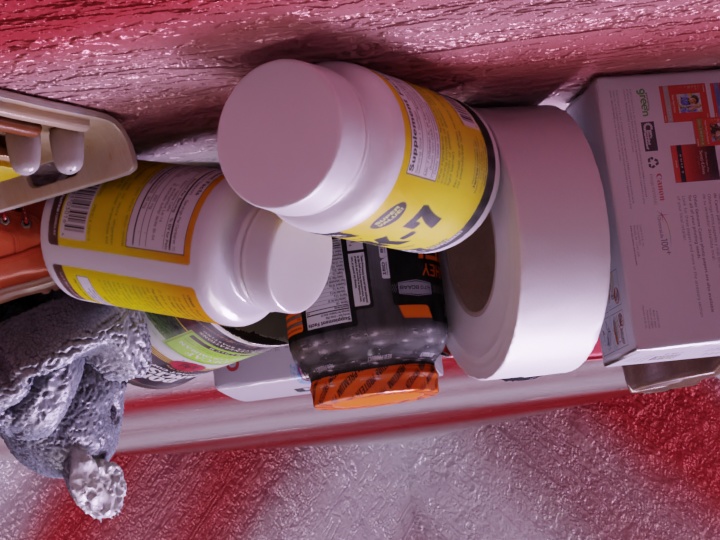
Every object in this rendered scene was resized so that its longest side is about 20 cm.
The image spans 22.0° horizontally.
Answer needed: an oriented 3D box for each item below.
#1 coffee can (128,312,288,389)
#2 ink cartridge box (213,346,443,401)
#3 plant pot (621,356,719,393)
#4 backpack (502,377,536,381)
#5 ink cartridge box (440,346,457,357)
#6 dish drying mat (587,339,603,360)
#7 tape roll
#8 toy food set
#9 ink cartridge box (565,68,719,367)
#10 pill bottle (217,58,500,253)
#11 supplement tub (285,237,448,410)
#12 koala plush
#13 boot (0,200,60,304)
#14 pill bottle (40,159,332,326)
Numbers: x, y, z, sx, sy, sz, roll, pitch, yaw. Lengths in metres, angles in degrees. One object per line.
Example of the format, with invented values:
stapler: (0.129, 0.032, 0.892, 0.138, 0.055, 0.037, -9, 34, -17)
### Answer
coffee can: (-0.129, 0.009, 1.519, 0.146, 0.147, 0.200, 0, 167, -33)
ink cartridge box: (-0.034, 0.035, 1.728, 0.199, 0.147, 0.146, -7, 171, 6)
plant pot: (0.280, -0.007, 1.538, 0.200, 0.199, 0.200, -10, 172, -2)
backpack: (0.189, 0.041, 1.986, 0.167, 0.127, 0.200, -28, 159, 33)
ink cartridge box: (0.085, 0.031, 1.515, 0.109, 0.050, 0.200, -5, -173, -18)
dish drying mat: (0.185, -0.026, 1.444, 0.077, 0.200, 0.018, -5, -161, 12)
tape roll: (0.111, -0.021, 1.363, 0.071, 0.203, 0.202, -5, 170, -17)
toy food set: (-0.265, -0.069, 1.225, 0.143, 0.061, 0.200, -14, 168, 31)
ink cartridge box: (0.256, -0.040, 1.348, 0.175, 0.200, 0.084, -5, 169, -10)
pill bottle: (0.000, -0.076, 1.226, 0.114, 0.115, 0.200, -13, 168, 30)
supplement tub: (0.000, 0.000, 1.400, 0.122, 0.200, 0.123, -7, 171, -1)
koala plush: (-0.255, 0.096, 1.481, 0.184, 0.177, 0.200, -34, 138, -14)
boot: (-0.268, -0.033, 1.388, 0.200, 0.107, 0.075, -29, -143, -16)
pill bottle: (-0.123, -0.021, 1.318, 0.200, 0.110, 0.109, 9, 180, 33)
